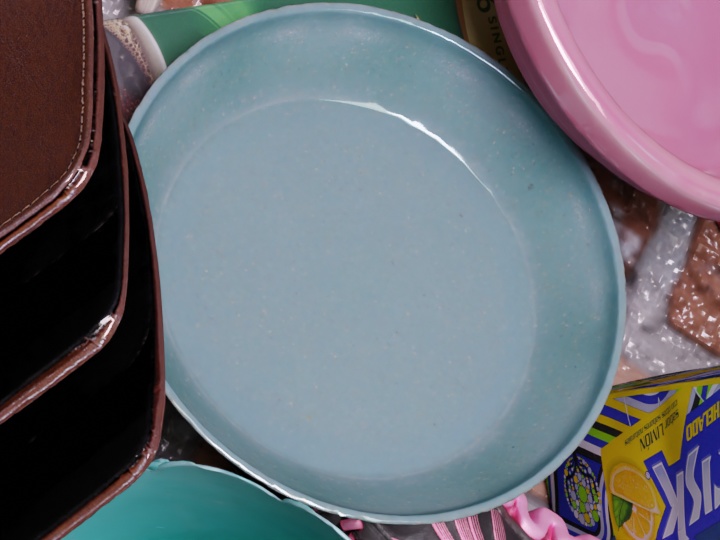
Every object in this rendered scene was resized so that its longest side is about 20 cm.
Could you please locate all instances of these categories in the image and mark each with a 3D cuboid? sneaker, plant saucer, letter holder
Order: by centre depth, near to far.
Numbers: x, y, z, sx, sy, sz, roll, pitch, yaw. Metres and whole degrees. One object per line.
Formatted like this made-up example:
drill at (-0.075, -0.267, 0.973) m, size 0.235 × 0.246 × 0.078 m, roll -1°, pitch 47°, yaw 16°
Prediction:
letter holder at (-0.108, -0.027, 0.757) m, size 0.142 × 0.201 × 0.101 m, roll -36°, pitch 126°, yaw 17°
plant saucer at (0.000, 0.000, 0.869) m, size 0.198 × 0.036 × 0.202 m, roll 9°, pitch 64°, yaw -18°
sneaker at (0.024, 0.116, 0.897) m, size 0.199 × 0.079 × 0.096 m, roll 35°, pitch 53°, yaw -13°
plant saucer at (0.122, -0.112, 0.924) m, size 0.199 × 0.051 × 0.202 m, roll 13°, pitch 68°, yaw -34°

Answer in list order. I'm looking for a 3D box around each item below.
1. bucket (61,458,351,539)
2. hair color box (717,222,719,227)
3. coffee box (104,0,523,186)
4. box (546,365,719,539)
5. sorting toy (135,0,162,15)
bucket at (-0.058, 0.172, 0.797) m, size 0.205 × 0.135 × 0.209 m, roll -1°, pitch 79°, yaw 6°
hair color box at (0.254, -0.045, 1.036) m, size 0.199 × 0.064 × 0.111 m, roll -31°, pitch 94°, yaw -25°
coffee box at (-0.027, -0.047, 0.926) m, size 0.199 × 0.044 × 0.124 m, roll -10°, pitch 86°, yaw -24°
box at (0.143, 0.068, 0.897) m, size 0.070 × 0.200 × 0.065 m, roll -11°, pitch 87°, yaw -24°
sorting toy at (-0.098, -0.236, 0.910) m, size 0.200 × 0.107 × 0.181 m, roll 40°, pitch 51°, yaw -13°
